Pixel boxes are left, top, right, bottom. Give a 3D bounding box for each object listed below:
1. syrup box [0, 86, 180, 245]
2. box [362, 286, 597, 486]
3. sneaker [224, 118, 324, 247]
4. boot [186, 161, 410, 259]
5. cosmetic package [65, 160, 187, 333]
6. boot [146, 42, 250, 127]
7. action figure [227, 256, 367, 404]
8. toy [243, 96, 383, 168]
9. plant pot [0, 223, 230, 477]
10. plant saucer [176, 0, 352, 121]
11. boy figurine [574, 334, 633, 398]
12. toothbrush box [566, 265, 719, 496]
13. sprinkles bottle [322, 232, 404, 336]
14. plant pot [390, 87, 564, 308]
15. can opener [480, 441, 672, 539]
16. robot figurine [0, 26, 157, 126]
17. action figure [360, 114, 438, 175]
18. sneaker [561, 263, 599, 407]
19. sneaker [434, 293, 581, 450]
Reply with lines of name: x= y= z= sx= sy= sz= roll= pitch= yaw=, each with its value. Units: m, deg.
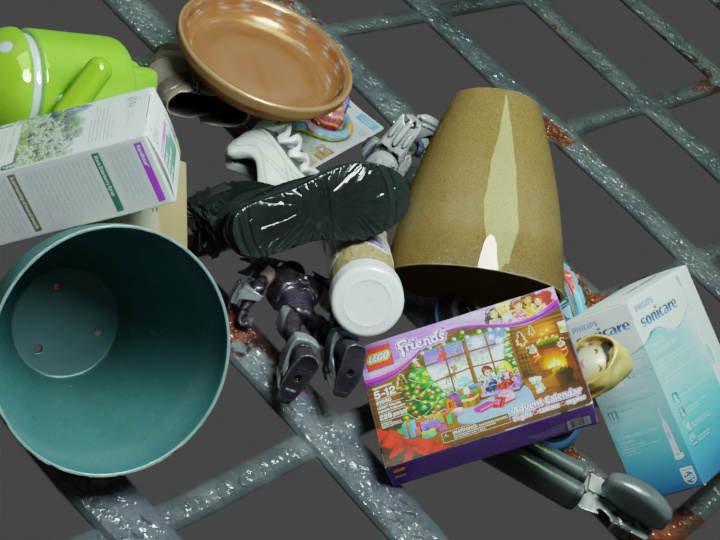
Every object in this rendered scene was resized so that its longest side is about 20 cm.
syrup box: x=-0.265 y=-0.089 z=1.463 sx=0.198 sy=0.082 sz=0.079 roll=-13 pitch=38 yaw=8
box: x=0.106 y=0.106 z=1.526 sx=0.199 sy=0.039 sz=0.137 roll=-18 pitch=52 yaw=4
sneaker: x=-0.066 y=-0.072 z=1.718 sx=0.081 sy=0.075 sz=0.200 roll=-29 pitch=67 yaw=-32
boot: x=-0.069 y=-0.060 z=1.592 sx=0.197 sy=0.074 sz=0.162 roll=-17 pitch=12 yaw=-20
cosmetic package: x=-0.218 y=-0.030 z=1.530 sx=0.105 sy=0.071 sz=0.201 roll=16 pitch=37 yaw=-21
boot: x=-0.141 y=-0.203 z=1.791 sx=0.198 sy=0.071 sz=0.146 roll=-3 pitch=32 yaw=-15
action figure: x=-0.059 y=0.048 z=1.566 sx=0.129 sy=0.070 sz=0.200 roll=9 pitch=26 yaw=-20
toy: x=-0.053 y=-0.183 z=1.874 sx=0.115 sy=0.047 sz=0.200 roll=39 pitch=35 yaw=10
plant pot: x=-0.224 y=0.054 z=1.345 sx=0.199 sy=0.202 sz=0.135 roll=10 pitch=4 yaw=-29
plant saucer: x=-0.106 y=-0.224 z=1.758 sx=0.199 sy=0.038 sz=0.201 roll=18 pitch=38 yaw=-15
boy figurine: x=0.161 y=0.109 z=1.572 sx=0.198 sy=0.065 sz=0.125 roll=-8 pitch=54 yaw=12
toothbrush box: x=0.311 y=0.114 z=1.687 sx=0.146 sy=0.085 sz=0.201 roll=-25 pitch=93 yaw=-51
sprinkles bottle: x=0.000 y=0.000 z=1.575 sx=0.068 sy=0.069 sz=0.200 roll=25 pitch=14 yaw=-11
plant pot: x=0.127 y=-0.077 z=1.686 sx=0.185 sy=0.186 sz=0.202 roll=14 pitch=75 yaw=-24
can opener: x=0.207 y=0.197 z=1.596 sx=0.199 sy=0.067 sz=0.053 roll=26 pitch=33 yaw=0
robot figurine: x=-0.300 y=-0.176 z=1.607 sx=0.199 sy=0.117 sz=0.175 roll=1 pitch=18 yaw=-35
action figure: x=0.039 y=-0.120 z=1.783 sx=0.069 sy=0.130 sz=0.200 roll=46 pitch=15 yaw=-5
sneaker: x=0.195 y=0.056 z=1.746 sx=0.095 sy=0.080 sz=0.201 roll=3 pitch=43 yaw=-32
sneaker: x=0.156 y=0.092 z=1.664 sx=0.200 sy=0.083 sz=0.071 roll=46 pitch=36 yaw=21
